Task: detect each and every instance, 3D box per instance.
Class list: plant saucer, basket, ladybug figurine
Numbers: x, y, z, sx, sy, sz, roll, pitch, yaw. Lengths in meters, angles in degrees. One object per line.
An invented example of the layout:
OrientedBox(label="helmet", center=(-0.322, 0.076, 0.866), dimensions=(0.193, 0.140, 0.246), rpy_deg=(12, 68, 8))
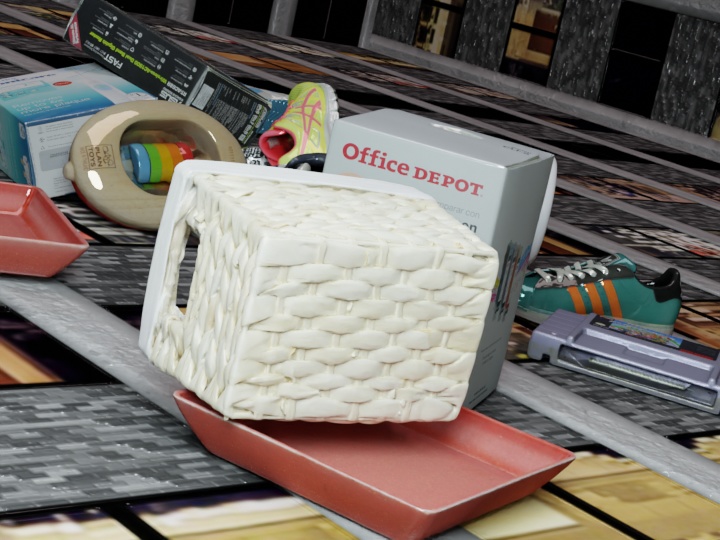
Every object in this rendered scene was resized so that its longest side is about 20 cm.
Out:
OrientedBox(label="plant saucer", center=(-0.345, -0.041, 1.282), dimensions=(0.197, 0.037, 0.200), rpy_deg=(7, 15, -26))
OrientedBox(label="basket", center=(-0.023, 0.017, 0.995), dimensions=(0.198, 0.137, 0.123), rpy_deg=(4, 17, -34))
OrientedBox(label="plant saucer", center=(0.010, 0.115, 0.992), dimensions=(0.198, 0.037, 0.199), rpy_deg=(20, 14, 30))
OrientedBox(label="ladybug figurine", center=(-0.208, -0.099, 1.541), dimensions=(0.198, 0.138, 0.072), rpy_deg=(-1, -20, -36))

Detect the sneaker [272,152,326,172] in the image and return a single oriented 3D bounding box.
OrientedBox(label="sneaker", center=(-0.074, -0.066, 1.449), dimensions=(0.196, 0.081, 0.130), rpy_deg=(-6, -4, 11))

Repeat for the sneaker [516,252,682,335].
OrientedBox(label="sneaker", center=(0.226, 0.016, 1.535), dimensions=(0.197, 0.081, 0.071), rpy_deg=(9, 13, -16))

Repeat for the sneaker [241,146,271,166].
OrientedBox(label="sneaker", center=(-0.078, -0.098, 1.792), dimensions=(0.198, 0.075, 0.081), rpy_deg=(13, 1, -26))

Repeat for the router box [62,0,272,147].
OrientedBox(label="router box", center=(-0.215, -0.223, 1.732), dimensions=(0.199, 0.063, 0.150), rpy_deg=(34, 6, 26))

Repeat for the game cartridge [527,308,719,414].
OrientedBox(label="game cartridge", center=(0.260, 0.081, 1.408), dimensions=(0.198, 0.039, 0.130), rpy_deg=(16, 17, 15))

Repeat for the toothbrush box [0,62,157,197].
OrientedBox(label="toothbrush box", center=(-0.311, -0.152, 1.643), dimensions=(0.145, 0.086, 0.200), rpy_deg=(-14, 23, -24))

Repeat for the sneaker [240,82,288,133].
OrientedBox(label="sneaker", center=(-0.170, -0.239, 2.300), dimensions=(0.198, 0.078, 0.081), rpy_deg=(14, 2, -26))

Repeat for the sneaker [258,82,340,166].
OrientedBox(label="sneaker", center=(-0.070, -0.152, 1.712), dimensions=(0.089, 0.079, 0.201), rpy_deg=(4, 32, -13))

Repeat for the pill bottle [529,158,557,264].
OrientedBox(label="pill bottle", center=(0.098, -0.085, 1.627), dimensions=(0.197, 0.121, 0.120), rpy_deg=(13, 12, -1))

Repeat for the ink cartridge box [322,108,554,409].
OrientedBox(label="ink cartridge box", center=(0.045, -0.009, 1.189), dimensions=(0.144, 0.203, 0.144), rpy_deg=(16, 13, 18))
